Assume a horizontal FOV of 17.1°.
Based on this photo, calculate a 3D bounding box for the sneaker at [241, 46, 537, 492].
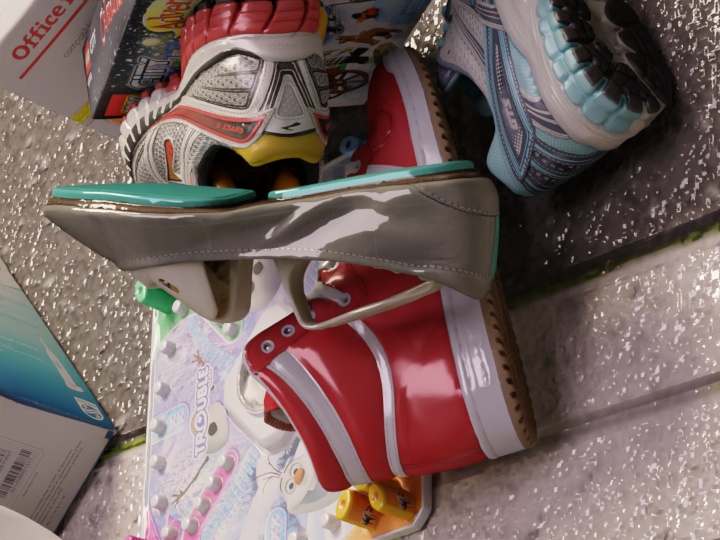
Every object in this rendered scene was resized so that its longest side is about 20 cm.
[{"bbox_3d":[0.000,0.000,1.019,0.112,0.071,0.201,-19,57,10],"label":"sneaker"}]

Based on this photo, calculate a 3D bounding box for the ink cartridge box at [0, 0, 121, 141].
[{"bbox_3d":[-0.114,-0.131,1.151,0.115,0.199,0.068,-46,41,25],"label":"ink cartridge box"}]

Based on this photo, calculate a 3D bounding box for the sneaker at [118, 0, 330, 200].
[{"bbox_3d":[-0.061,-0.049,1.064,0.200,0.077,0.083,123,140,-68],"label":"sneaker"}]

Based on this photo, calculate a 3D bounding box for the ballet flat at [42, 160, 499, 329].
[{"bbox_3d":[-0.040,-0.007,0.963,0.198,0.067,0.064,-2,93,22],"label":"ballet flat"}]

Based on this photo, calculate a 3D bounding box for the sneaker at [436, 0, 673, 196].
[{"bbox_3d":[0.059,-0.118,1.038,0.086,0.077,0.201,-45,42,31],"label":"sneaker"}]

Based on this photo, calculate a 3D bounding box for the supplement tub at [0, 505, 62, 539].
[{"bbox_3d":[-0.209,0.223,1.134,0.201,0.144,0.145,-55,39,16],"label":"supplement tub"}]

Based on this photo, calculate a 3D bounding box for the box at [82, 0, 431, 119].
[{"bbox_3d":[-0.040,-0.123,1.044,0.200,0.135,0.038,127,136,-66],"label":"box"}]

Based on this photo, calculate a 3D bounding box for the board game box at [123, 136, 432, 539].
[{"bbox_3d":[-0.044,0.047,1.120,0.199,0.026,0.201,-25,54,41],"label":"board game box"}]

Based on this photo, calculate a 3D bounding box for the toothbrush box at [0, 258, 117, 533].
[{"bbox_3d":[-0.231,0.082,1.282,0.147,0.085,0.200,-57,37,13],"label":"toothbrush box"}]
